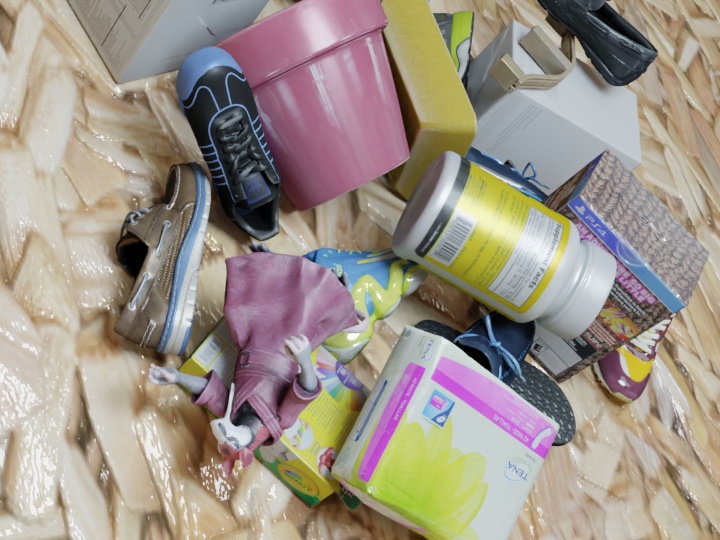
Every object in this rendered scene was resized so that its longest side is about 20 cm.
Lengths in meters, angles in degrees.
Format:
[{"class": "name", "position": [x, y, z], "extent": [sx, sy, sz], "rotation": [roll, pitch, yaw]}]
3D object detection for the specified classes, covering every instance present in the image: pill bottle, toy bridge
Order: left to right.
[{"class": "pill bottle", "position": [0.140, -0.020, 1.155], "extent": [0.198, 0.114, 0.115], "rotation": [29, 48, -10]}, {"class": "toy bridge", "position": [0.214, -0.248, 1.365], "extent": [0.067, 0.027, 0.200], "rotation": [47, 42, -2]}]

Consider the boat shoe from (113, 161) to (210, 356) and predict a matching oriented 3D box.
[{"class": "boat shoe", "position": [-0.178, -0.023, 1.058], "extent": [0.072, 0.072, 0.202], "rotation": [14, 49, -18]}]

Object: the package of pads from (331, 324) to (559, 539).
[{"class": "package of pads", "position": [0.080, 0.164, 1.067], "extent": [0.199, 0.068, 0.156], "rotation": [36, 77, -38]}]

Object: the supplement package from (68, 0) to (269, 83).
[{"class": "supplement package", "position": [-0.202, -0.322, 1.173], "extent": [0.151, 0.151, 0.201], "rotation": [-24, 79, -43]}]

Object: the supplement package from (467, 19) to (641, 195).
[{"class": "supplement package", "position": [0.225, -0.182, 1.436], "extent": [0.198, 0.120, 0.122], "rotation": [26, 47, -22]}]

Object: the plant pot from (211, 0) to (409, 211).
[{"class": "plant pot", "position": [-0.042, -0.167, 1.184], "extent": [0.199, 0.199, 0.181], "rotation": [-32, 99, -45]}]

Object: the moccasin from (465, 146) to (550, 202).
[{"class": "moccasin", "position": [0.163, -0.102, 1.367], "extent": [0.199, 0.080, 0.069], "rotation": [33, 43, -18]}]

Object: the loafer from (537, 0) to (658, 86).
[{"class": "loafer", "position": [0.265, -0.306, 1.378], "extent": [0.201, 0.070, 0.068], "rotation": [49, 40, -1]}]

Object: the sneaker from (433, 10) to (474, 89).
[{"class": "sneaker", "position": [0.088, -0.235, 1.400], "extent": [0.080, 0.074, 0.201], "rotation": [6, 44, 6]}]

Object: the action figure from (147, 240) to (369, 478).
[{"class": "action figure", "position": [-0.084, 0.083, 1.007], "extent": [0.149, 0.132, 0.202], "rotation": [59, 39, -56]}]

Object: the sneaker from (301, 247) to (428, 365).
[{"class": "sneaker", "position": [0.000, 0.000, 1.178], "extent": [0.105, 0.076, 0.200], "rotation": [45, 46, -4]}]

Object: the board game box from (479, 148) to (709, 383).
[{"class": "board game box", "position": [0.238, -0.001, 1.275], "extent": [0.159, 0.200, 0.097], "rotation": [44, 45, -6]}]

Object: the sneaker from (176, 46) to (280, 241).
[{"class": "sneaker", "position": [-0.110, -0.110, 1.083], "extent": [0.070, 0.201, 0.078], "rotation": [-30, 54, -12]}]

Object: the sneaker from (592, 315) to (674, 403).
[{"class": "sneaker", "position": [0.325, 0.058, 1.381], "extent": [0.074, 0.090, 0.202], "rotation": [30, 48, -18]}]

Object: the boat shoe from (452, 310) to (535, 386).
[{"class": "boat shoe", "position": [0.116, 0.100, 1.163], "extent": [0.084, 0.069, 0.200], "rotation": [39, 55, 6]}]

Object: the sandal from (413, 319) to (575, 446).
[{"class": "sandal", "position": [0.133, 0.118, 1.231], "extent": [0.199, 0.048, 0.076], "rotation": [31, 53, 0]}]

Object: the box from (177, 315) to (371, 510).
[{"class": "box", "position": [-0.060, 0.119, 1.077], "extent": [0.200, 0.048, 0.118], "rotation": [43, 45, -4]}]

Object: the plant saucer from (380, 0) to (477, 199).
[{"class": "plant saucer", "position": [0.047, -0.184, 1.268], "extent": [0.048, 0.200, 0.202], "rotation": [-15, 70, -16]}]
